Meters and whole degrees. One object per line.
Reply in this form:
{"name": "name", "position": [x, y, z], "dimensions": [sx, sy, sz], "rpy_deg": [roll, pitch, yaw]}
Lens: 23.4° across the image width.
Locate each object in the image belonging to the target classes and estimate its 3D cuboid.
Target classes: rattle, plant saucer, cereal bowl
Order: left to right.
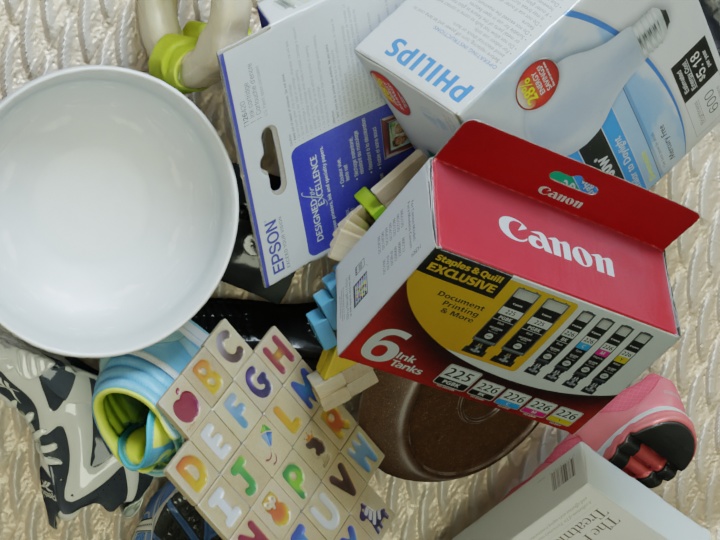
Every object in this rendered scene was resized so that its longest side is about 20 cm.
{"name": "cereal bowl", "position": [-0.187, -0.043, 1.218], "dimensions": [0.198, 0.083, 0.202], "rpy_deg": [-1, 96, -12]}
{"name": "rattle", "position": [-0.088, -0.230, 1.254], "dimensions": [0.142, 0.130, 0.202], "rpy_deg": [-4, 80, -21]}
{"name": "plant saucer", "position": [0.090, 0.088, 1.348], "dimensions": [0.199, 0.034, 0.201], "rpy_deg": [-22, 132, -26]}

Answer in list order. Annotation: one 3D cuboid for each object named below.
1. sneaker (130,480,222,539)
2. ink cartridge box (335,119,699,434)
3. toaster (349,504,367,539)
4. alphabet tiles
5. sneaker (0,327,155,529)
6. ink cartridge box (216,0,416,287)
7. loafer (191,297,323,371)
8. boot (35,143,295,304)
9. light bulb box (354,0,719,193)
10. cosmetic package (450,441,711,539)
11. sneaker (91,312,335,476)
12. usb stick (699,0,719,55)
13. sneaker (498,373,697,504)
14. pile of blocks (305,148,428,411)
{"name": "sneaker", "position": [-0.148, 0.228, 1.374], "dimensions": [0.075, 0.077, 0.201], "rpy_deg": [24, 119, -14]}
{"name": "ink cartridge box", "position": [0.110, 0.009, 1.183], "dimensions": [0.199, 0.084, 0.176], "rpy_deg": [19, 135, -23]}
{"name": "toaster", "position": [-0.053, 0.238, 1.329], "dimensions": [0.113, 0.200, 0.130], "rpy_deg": [11, 64, -3]}
{"name": "alphabet tiles", "position": [-0.057, 0.138, 1.248], "dimensions": [0.006, 0.167, 0.200], "rpy_deg": [-29, 107, 42]}
{"name": "sneaker", "position": [-0.238, 0.127, 1.321], "dimensions": [0.198, 0.079, 0.130], "rpy_deg": [21, 93, -26]}
{"name": "ink cartridge box", "position": [-0.013, -0.116, 1.253], "dimensions": [0.199, 0.047, 0.199], "rpy_deg": [-27, 129, -23]}
{"name": "loafer", "position": [-0.043, 0.067, 1.354], "dimensions": [0.198, 0.073, 0.072], "rpy_deg": [8, 125, -5]}
{"name": "boot", "position": [-0.148, -0.015, 1.310], "dimensions": [0.199, 0.066, 0.166], "rpy_deg": [16, 104, -19]}
{"name": "light bulb box", "position": [0.136, -0.138, 1.239], "dimensions": [0.200, 0.125, 0.199], "rpy_deg": [-44, 136, -8]}
{"name": "cosmetic package", "position": [0.162, 0.243, 1.402], "dimensions": [0.150, 0.052, 0.200], "rpy_deg": [33, 122, -25]}
{"name": "sneaker", "position": [-0.112, 0.116, 1.265], "dimensions": [0.199, 0.131, 0.080], "rpy_deg": [29, 126, -14]}
{"name": "usb stick", "position": [0.275, -0.218, 1.343], "dimensions": [0.055, 0.033, 0.201], "rpy_deg": [-31, 110, 7]}
{"name": "sneaker", "position": [0.190, 0.157, 1.420], "dimensions": [0.074, 0.087, 0.200], "rpy_deg": [39, 120, -25]}
{"name": "pile of blocks", "position": [0.000, 0.000, 1.268], "dimensions": [0.082, 0.062, 0.201], "rpy_deg": [23, 101, -24]}
